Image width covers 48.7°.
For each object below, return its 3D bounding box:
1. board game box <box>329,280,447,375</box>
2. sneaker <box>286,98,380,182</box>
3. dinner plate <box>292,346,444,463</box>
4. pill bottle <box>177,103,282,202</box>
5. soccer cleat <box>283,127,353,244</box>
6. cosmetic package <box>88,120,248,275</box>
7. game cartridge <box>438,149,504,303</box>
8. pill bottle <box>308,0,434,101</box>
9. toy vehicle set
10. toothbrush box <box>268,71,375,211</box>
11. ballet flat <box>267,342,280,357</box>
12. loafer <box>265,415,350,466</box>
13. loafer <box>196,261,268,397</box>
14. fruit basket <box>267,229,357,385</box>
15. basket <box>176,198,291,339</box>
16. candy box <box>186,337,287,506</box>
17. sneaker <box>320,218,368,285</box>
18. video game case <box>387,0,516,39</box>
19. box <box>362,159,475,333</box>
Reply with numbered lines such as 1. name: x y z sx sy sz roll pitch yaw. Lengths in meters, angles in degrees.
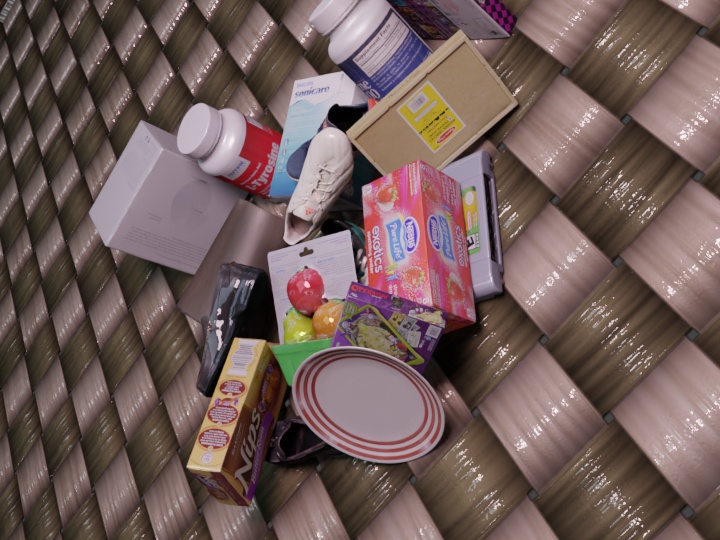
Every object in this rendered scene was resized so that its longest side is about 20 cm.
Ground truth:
1. board game box: 0.022 0.101 0.976 0.201 0.119 0.033 110 174 -48
2. sneaker: -0.041 -0.189 1.125 0.198 0.084 0.076 -23 62 29
3. dinner plate: 0.010 0.166 0.998 0.199 0.200 0.024 -27 25 34
4. pill bottle: -0.196 -0.195 1.311 0.111 0.199 0.114 -18 62 39
5. soccer cleat: -0.060 -0.111 1.108 0.078 0.069 0.201 -59 -3 -41
6. cosmetic package: -0.341 -0.124 1.427 0.201 0.198 0.123 -56 46 12
7. game cartridge: 0.122 -0.049 1.061 0.133 0.040 0.203 -23 59 41
8. pill bottle: 0.025 -0.309 1.121 0.111 0.200 0.111 -41 22 20
9. toy vehicle set: 0.095 -0.203 1.056 0.199 0.124 0.027 -39 29 13
10. toothbrush box: -0.049 -0.200 1.249 0.145 0.085 0.203 1 76 43
11. ballet flat: -0.186 0.157 1.265 0.199 0.063 0.069 -30 55 34
12. loafer: -0.088 0.238 1.136 0.199 0.063 0.073 -17 65 40
13. loafer: -0.203 0.085 1.175 0.072 0.073 0.202 19 81 18
14. fruit basket: -0.057 0.059 1.127 0.184 0.093 0.203 -14 78 45
15. basket: -0.190 -0.002 1.286 0.180 0.135 0.202 22 87 54
16. candy box: -0.167 0.210 1.115 0.056 0.117 0.202 2 53 18
17. sneaker: 0.000 0.000 1.128 0.072 0.080 0.201 -49 47 16
18. video game case: 0.091 -0.385 1.102 0.180 0.199 0.036 16 84 47
19. box: 0.072 -0.023 1.007 0.099 0.095 0.202 -22 60 36
